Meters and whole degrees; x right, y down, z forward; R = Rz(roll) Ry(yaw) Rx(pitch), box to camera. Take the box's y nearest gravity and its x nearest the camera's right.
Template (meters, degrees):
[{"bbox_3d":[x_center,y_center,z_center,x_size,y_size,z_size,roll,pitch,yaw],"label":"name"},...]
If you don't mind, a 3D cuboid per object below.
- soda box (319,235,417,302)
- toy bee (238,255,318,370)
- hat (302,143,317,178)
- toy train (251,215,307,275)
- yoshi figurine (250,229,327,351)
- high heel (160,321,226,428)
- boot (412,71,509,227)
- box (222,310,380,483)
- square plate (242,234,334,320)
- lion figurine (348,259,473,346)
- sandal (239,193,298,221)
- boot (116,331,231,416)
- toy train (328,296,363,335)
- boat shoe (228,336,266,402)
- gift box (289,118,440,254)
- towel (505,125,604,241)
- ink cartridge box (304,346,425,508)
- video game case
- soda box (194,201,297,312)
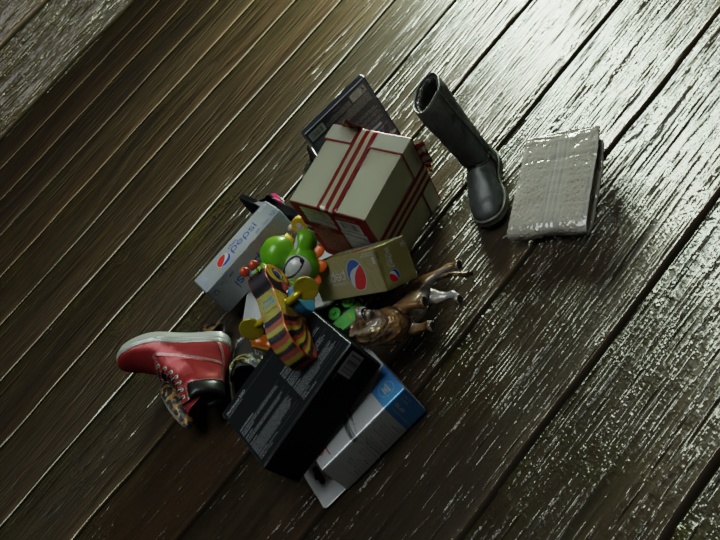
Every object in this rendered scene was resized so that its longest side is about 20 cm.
[{"bbox_3d":[0.000,0.000,1.261,0.064,0.069,0.199,-24,6,-32],"label":"soda box"},{"bbox_3d":[-0.125,0.041,1.123,0.131,0.108,0.200,-51,39,5],"label":"toy bee"},{"bbox_3d":[-0.055,-0.217,1.557,0.199,0.081,0.203,-23,44,24],"label":"hat"},{"bbox_3d":[-0.111,-0.052,1.402,0.201,0.055,0.150,-53,5,-12],"label":"toy train"},{"bbox_3d":[-0.127,0.030,1.280,0.112,0.111,0.203,-7,68,66],"label":"yoshi figurine"},{"bbox_3d":[-0.277,0.174,1.399,0.143,0.071,0.200,-45,31,7],"label":"high heel"},{"bbox_3d":[0.157,-0.189,1.265,0.072,0.200,0.184,-22,43,22],"label":"boot"},{"bbox_3d":[-0.085,0.168,1.133,0.201,0.079,0.141,-54,42,-1],"label":"box"},{"bbox_3d":[-0.119,0.015,1.447,0.198,0.028,0.200,-21,45,24],"label":"square plate"},{"bbox_3d":[0.077,0.052,1.202,0.122,0.073,0.199,-16,9,43],"label":"lion figurine"},{"bbox_3d":[-0.154,-0.117,1.561,0.198,0.075,0.045,17,68,38],"label":"sandal"},{"bbox_3d":[-0.317,0.177,1.337,0.197,0.073,0.146,-5,47,5],"label":"boot"},{"bbox_3d":[-0.065,0.120,1.304,0.200,0.042,0.056,-42,50,1],"label":"toy train"},{"bbox_3d":[-0.183,0.174,1.333,0.071,0.061,0.202,-33,41,10],"label":"boat shoe"},{"bbox_3d":[0.017,-0.134,1.325,0.183,0.201,0.188,18,67,29],"label":"gift box"},{"bbox_3d":[0.299,-0.131,1.231,0.131,0.034,0.202,-6,53,37],"label":"towel"},{"bbox_3d":[-0.019,0.222,1.152,0.200,0.067,0.116,-45,39,-2],"label":"ink cartridge box"},{"bbox_3d":[-0.003,-0.226,1.429,0.143,0.200,0.019,-44,47,-3],"label":"video game case"},{"bbox_3d":[-0.207,-0.026,1.480,0.201,0.068,0.063,-50,40,-7],"label":"soda box"}]
